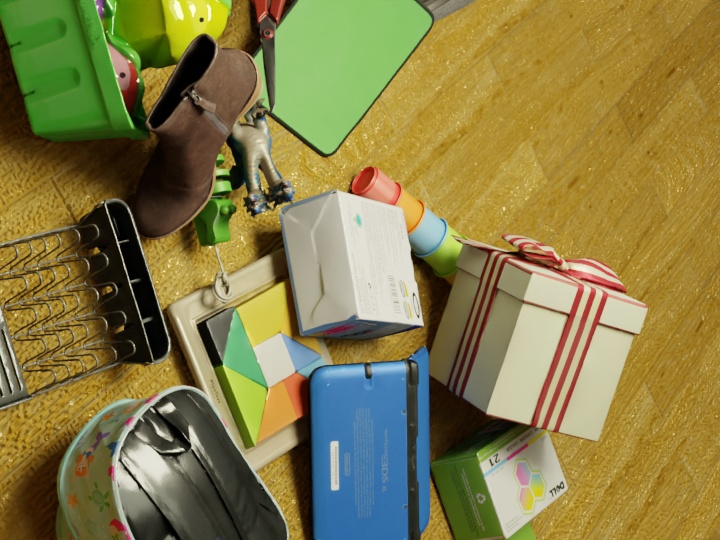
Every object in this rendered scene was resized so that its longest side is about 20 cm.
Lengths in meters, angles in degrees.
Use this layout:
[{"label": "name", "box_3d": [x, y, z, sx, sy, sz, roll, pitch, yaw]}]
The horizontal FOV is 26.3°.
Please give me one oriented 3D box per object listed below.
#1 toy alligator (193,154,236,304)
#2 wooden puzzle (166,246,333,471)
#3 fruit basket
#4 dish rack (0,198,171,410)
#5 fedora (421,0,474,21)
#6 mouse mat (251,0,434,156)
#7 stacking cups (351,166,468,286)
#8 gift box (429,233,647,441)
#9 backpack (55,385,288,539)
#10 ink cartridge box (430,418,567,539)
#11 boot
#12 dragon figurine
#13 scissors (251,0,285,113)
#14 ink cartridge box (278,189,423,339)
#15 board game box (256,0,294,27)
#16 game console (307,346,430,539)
[{"label": "toy alligator", "box_3d": [-0.146, -0.071, 1.509, 0.059, 0.054, 0.202, -7, 74, -56]}, {"label": "wooden puzzle", "box_3d": [-0.094, 0.089, 1.552, 0.199, 0.037, 0.187, -30, 100, -50]}, {"label": "fruit basket", "box_3d": [-0.213, -0.223, 1.392, 0.156, 0.213, 0.219, -101, 174, -90]}, {"label": "dish rack", "box_3d": [-0.268, 0.032, 1.353, 0.199, 0.054, 0.155, -20, 92, -50]}, {"label": "fedora", "box_3d": [0.058, -0.352, 1.739, 0.198, 0.177, 0.091, -25, 68, -11]}, {"label": "mouse mat", "box_3d": [-0.025, -0.237, 1.664, 0.160, 0.008, 0.201, 36, 95, -37]}, {"label": "stacking cups", "box_3d": [0.070, -0.052, 1.776, 0.200, 0.060, 0.061, 42, 49, -31]}, {"label": "gift box", "box_3d": [0.183, 0.060, 1.732, 0.183, 0.200, 0.189, 15, 98, -32]}, {"label": "backpack", "box_3d": [-0.172, 0.206, 1.332, 0.178, 0.149, 0.202, -49, 122, -48]}, {"label": "ink cartridge box", "box_3d": [0.177, 0.283, 1.774, 0.147, 0.075, 0.202, -25, 96, -50]}, {"label": "boot", "box_3d": [-0.169, -0.120, 1.403, 0.072, 0.201, 0.166, 36, 5, 12]}, {"label": "dragon figurine", "box_3d": [-0.112, -0.116, 1.548, 0.058, 0.200, 0.101, -13, 108, -12]}, {"label": "scissors", "box_3d": [-0.101, -0.252, 1.589, 0.014, 0.072, 0.203, 89, 11, -67]}, {"label": "ink cartridge box", "box_3d": [0.000, 0.000, 1.637, 0.199, 0.075, 0.138, 8, 70, -63]}, {"label": "board game box", "box_3d": [-0.066, -0.353, 1.725, 0.135, 0.034, 0.203, 14, 67, -51]}, {"label": "game console", "box_3d": [0.013, 0.189, 1.626, 0.168, 0.118, 0.203, -3, 94, -19]}]
